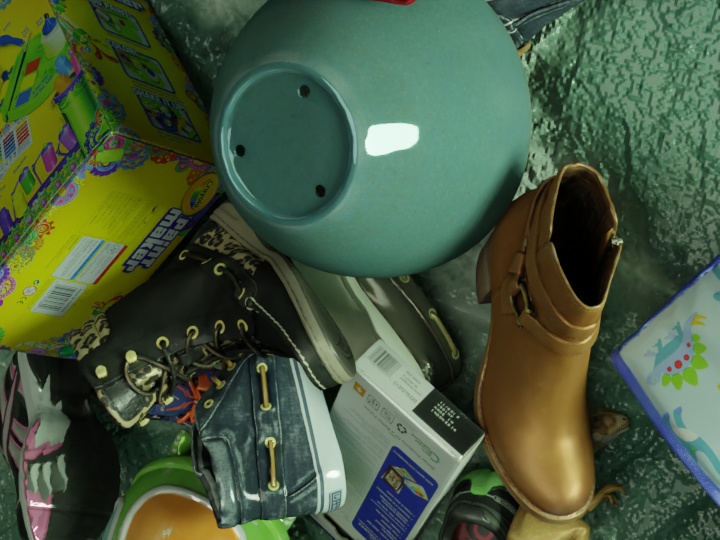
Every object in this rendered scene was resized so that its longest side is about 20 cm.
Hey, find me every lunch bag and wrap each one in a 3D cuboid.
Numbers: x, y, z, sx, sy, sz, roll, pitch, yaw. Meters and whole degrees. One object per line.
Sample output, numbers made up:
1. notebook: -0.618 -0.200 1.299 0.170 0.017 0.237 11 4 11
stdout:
1. lunch bag: 0.272 0.068 0.819 0.200 0.127 0.170 45 113 1

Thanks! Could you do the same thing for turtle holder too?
1. turtle holder: -0.133 0.221 1.007 0.141 0.132 0.185 41 137 -8

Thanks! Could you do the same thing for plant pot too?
1. plant pot: -0.013 -0.083 0.832 0.198 0.134 0.203 7 105 25

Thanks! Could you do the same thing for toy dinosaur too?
1. toy dinosaur: 0.117 0.181 0.916 0.106 0.200 0.060 44 157 -9

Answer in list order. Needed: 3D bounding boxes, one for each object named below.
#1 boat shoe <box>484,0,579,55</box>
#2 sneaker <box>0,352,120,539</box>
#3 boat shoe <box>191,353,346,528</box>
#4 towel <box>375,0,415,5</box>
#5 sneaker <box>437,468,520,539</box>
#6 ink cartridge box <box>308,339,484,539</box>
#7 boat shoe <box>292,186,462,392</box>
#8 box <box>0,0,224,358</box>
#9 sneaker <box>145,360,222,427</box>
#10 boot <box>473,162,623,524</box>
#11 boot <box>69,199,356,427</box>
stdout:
1. boat shoe: 0.082 -0.146 0.897 0.198 0.071 0.092 -10 100 29
2. sneaker: -0.236 0.136 1.060 0.086 0.080 0.202 -47 38 36
3. boat shoe: -0.078 0.076 0.952 0.071 0.090 0.202 107 150 -54
4. towel: 0.005 -0.217 0.856 0.143 0.200 0.023 12 128 21
5. sneaker: 0.075 0.240 0.957 0.076 0.084 0.203 0 98 24
6. ink cartridge box: 0.014 0.138 0.965 0.094 0.037 0.201 41 142 13
7. boat shoe: -0.001 0.001 0.966 0.203 0.060 0.072 59 145 6
8. box: -0.219 -0.080 0.980 0.200 0.121 0.194 -45 57 24
9. sneaker: -0.122 0.091 1.023 0.198 0.078 0.076 19 107 20
10. boot: 0.125 0.045 0.848 0.076 0.155 0.203 1 73 -13
11. boot: -0.099 0.047 0.897 0.150 0.073 0.200 -36 41 -5
